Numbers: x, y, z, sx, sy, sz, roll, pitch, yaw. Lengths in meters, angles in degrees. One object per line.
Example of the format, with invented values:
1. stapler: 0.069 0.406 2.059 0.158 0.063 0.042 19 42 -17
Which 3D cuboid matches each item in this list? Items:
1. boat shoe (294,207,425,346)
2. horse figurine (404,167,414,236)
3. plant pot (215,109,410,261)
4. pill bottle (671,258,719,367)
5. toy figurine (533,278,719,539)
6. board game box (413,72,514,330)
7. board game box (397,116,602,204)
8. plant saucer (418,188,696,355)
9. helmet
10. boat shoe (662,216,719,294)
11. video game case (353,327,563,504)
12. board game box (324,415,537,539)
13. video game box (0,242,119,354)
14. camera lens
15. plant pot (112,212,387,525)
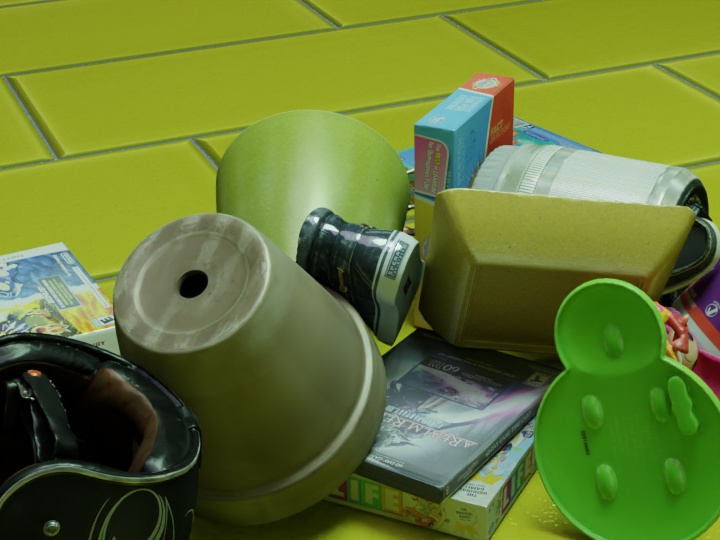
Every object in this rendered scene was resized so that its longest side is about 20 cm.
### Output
1. boat shoe: 0.000 0.000 1.231 0.090 0.200 0.071 23 76 8
2. horse figurine: 0.023 -0.046 1.545 0.131 0.050 0.201 -16 34 -2
3. plant pot: -0.049 -0.010 1.362 0.185 0.188 0.201 0 41 3
4. pill bottle: 0.360 0.005 1.256 0.112 0.200 0.113 38 17 -14
5. toy figurine: 0.226 0.088 1.156 0.149 0.202 0.184 -11 6 28
6. board game box: 0.097 -0.065 1.418 0.040 0.202 0.153 11 29 23
7. board game box: 0.145 -0.110 1.683 0.199 0.045 0.152 -19 32 -33
8. plant saucer: 0.150 0.014 1.209 0.198 0.201 0.049 5 60 0
9. helmet: -0.210 0.160 0.988 0.199 0.192 0.200 25 22 -11
10. boat shoe: 0.198 -0.011 1.260 0.198 0.073 0.068 -5 -9 22
11. video game case: 0.054 0.109 1.196 0.142 0.019 0.200 16 30 30
12. board game box: 0.032 0.140 1.191 0.198 0.035 0.134 11 29 23
13. video game box: -0.325 0.046 1.383 0.181 0.047 0.200 -16 30 -24
14. camera lens: 0.209 -0.027 1.381 0.198 0.161 0.160 13 29 26
15. plant pot: -0.096 0.057 1.098 0.198 0.174 0.201 -9 54 12
